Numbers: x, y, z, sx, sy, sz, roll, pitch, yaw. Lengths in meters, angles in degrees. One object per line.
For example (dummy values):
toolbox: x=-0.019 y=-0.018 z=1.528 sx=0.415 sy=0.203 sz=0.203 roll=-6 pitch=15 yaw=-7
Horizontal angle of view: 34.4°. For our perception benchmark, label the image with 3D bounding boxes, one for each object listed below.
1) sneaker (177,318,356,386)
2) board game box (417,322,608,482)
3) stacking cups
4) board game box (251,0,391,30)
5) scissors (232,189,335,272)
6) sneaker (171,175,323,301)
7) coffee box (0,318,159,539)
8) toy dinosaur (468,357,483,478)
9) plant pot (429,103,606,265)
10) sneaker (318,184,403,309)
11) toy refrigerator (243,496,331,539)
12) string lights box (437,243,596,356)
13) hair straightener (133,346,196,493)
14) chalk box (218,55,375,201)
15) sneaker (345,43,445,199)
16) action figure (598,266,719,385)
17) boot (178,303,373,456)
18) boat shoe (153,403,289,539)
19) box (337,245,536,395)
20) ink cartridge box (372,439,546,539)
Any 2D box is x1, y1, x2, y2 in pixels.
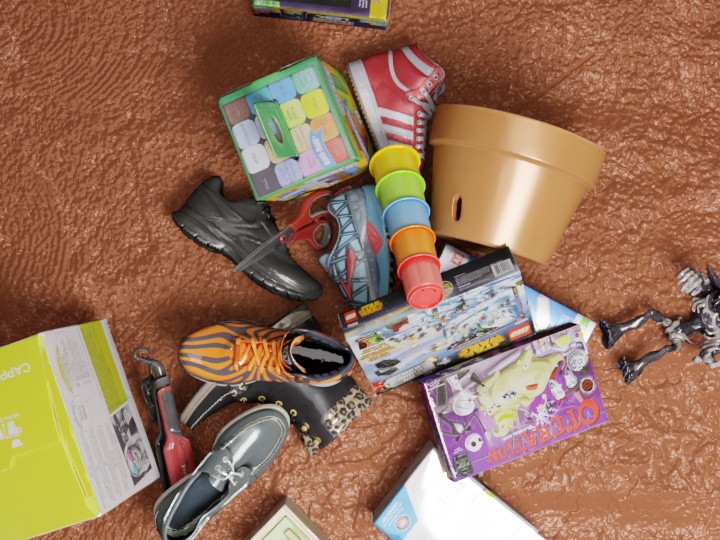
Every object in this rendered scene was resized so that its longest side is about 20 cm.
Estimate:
sneaker: x=-0.101 y=0.087 z=1.278 sx=0.198 sy=0.112 sz=0.078 roll=1 pitch=82 yaw=-8
board game box: x=0.174 y=0.147 z=1.315 sx=0.199 sy=0.032 sz=0.121 roll=-20 pitch=99 yaw=-14
stacking cups: x=0.052 y=-0.044 z=1.257 sx=0.060 sy=0.061 sz=0.201 roll=-8 pitch=53 yaw=-2
board game box: x=-0.038 y=-0.397 z=1.384 sx=0.164 sy=0.057 sz=0.202 roll=6 pitch=88 yaw=-4
scissors: x=-0.084 y=-0.048 z=1.321 sx=0.014 sy=0.200 sz=0.074 roll=13 pitch=107 yaw=30
sneaker: x=-0.121 y=-0.037 z=1.367 sx=0.199 sy=0.076 sz=0.091 roll=35 pitch=83 yaw=-2
coffee box: x=-0.369 y=0.181 z=1.276 sx=0.198 sy=0.198 sz=0.201 roll=-18 pitch=90 yaw=8
toy dinosaur: x=0.118 y=0.148 z=1.366 sx=0.047 sy=0.088 sz=0.201 roll=-30 pitch=91 yaw=-31
plant pot: x=0.162 y=-0.090 z=1.312 sx=0.199 sy=0.200 sz=0.141 roll=16 pitch=90 yaw=-1
sneaker: x=0.000 y=0.000 z=1.375 sx=0.095 sy=0.079 sz=0.202 roll=-1 pitch=91 yaw=17
toy refrigerator: x=-0.043 y=0.365 z=1.360 sx=0.076 sy=0.070 sz=0.200 roll=-44 pitch=90 yaw=-2
string lights box: x=0.164 y=0.059 z=1.377 sx=0.199 sy=0.059 sz=0.103 roll=27 pitch=90 yaw=-1
hair straightener: x=-0.234 y=0.177 z=1.350 sx=0.041 sy=0.077 sz=0.201 roll=-25 pitch=113 yaw=-27
chalk box: x=-0.070 y=-0.155 z=1.296 sx=0.123 sy=0.200 sz=0.126 roll=-22 pitch=90 yaw=10
sneaker: x=0.067 y=-0.170 z=1.374 sx=0.112 sy=0.071 sz=0.201 roll=-21 pitch=87 yaw=1
action figure: x=0.389 y=0.063 z=1.365 sx=0.199 sy=0.102 sz=0.120 roll=-22 pitch=78 yaw=-1
boot: x=-0.098 y=0.155 z=1.364 sx=0.200 sy=0.073 sz=0.151 roll=-40 pitch=90 yaw=-8
boat shoe: x=-0.153 y=0.234 z=1.310 sx=0.200 sy=0.062 sz=0.073 roll=-43 pitch=109 yaw=4
box: x=0.088 y=0.058 z=1.283 sx=0.199 sy=0.137 sz=0.040 roll=-21 pitch=54 yaw=2
ink cartridge box: x=0.125 y=0.309 z=1.366 sx=0.200 sy=0.068 sz=0.115 roll=39 pitch=89 yaw=0
